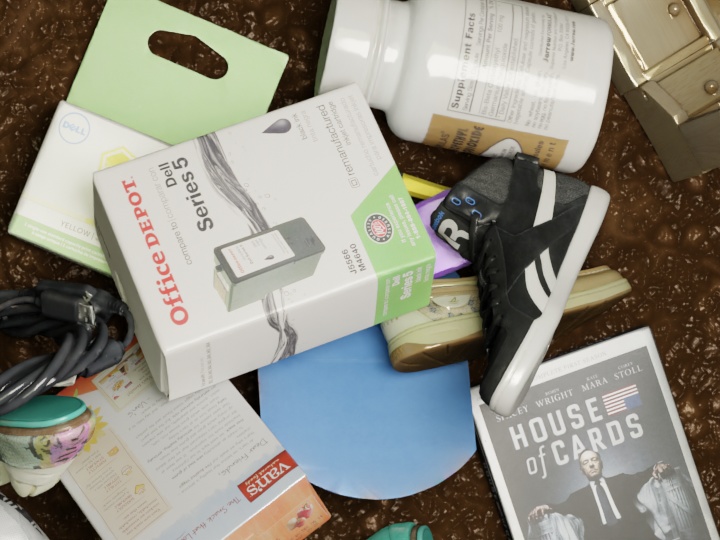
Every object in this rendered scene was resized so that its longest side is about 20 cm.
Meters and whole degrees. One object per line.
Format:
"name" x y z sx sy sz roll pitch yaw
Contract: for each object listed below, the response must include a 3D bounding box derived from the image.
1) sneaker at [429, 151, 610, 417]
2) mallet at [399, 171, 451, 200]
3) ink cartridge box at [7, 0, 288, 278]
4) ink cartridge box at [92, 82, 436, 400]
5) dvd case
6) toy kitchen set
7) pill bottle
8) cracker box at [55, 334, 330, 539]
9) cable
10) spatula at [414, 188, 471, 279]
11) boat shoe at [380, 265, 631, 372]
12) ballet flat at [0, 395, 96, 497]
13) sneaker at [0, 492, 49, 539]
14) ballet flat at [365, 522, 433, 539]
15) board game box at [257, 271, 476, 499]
"sneaker" 0.089 0.005 1.566 0.111 0.073 0.201 24 52 5
"mallet" 0.034 -0.052 1.663 0.198 0.041 0.066 9 87 -2
"ink cartridge box" -0.149 -0.091 1.635 0.145 0.048 0.201 22 86 -5
"ink cartridge box" -0.067 -0.020 1.554 0.199 0.084 0.146 -20 68 -12
"dvd case" 0.173 0.159 1.668 0.149 0.025 0.202 -19 89 -8
"toy kitchen set" 0.263 -0.197 1.626 0.162 0.180 0.201 -31 92 -9
"pill bottle" 0.072 -0.143 1.631 0.198 0.114 0.115 11 85 -6
"cracker box" -0.128 0.135 1.558 0.134 0.058 0.200 -36 47 -8
"cable" -0.260 0.060 1.543 0.163 0.199 0.051 -42 128 -43
"spatula" 0.000 0.000 1.624 0.199 0.021 0.057 -24 87 -16
"boat shoe" 0.104 0.020 1.632 0.199 0.073 0.063 -12 71 -29
"ballet flat" -0.239 0.114 1.551 0.069 0.199 0.072 -16 107 -39
"sneaker" -0.299 0.167 1.563 0.199 0.115 0.075 32 83 -4
"ballet flat" 0.038 0.282 1.631 0.070 0.067 0.202 -15 88 16
"board game box" -0.002 0.071 1.641 0.157 0.039 0.202 1 70 -15
